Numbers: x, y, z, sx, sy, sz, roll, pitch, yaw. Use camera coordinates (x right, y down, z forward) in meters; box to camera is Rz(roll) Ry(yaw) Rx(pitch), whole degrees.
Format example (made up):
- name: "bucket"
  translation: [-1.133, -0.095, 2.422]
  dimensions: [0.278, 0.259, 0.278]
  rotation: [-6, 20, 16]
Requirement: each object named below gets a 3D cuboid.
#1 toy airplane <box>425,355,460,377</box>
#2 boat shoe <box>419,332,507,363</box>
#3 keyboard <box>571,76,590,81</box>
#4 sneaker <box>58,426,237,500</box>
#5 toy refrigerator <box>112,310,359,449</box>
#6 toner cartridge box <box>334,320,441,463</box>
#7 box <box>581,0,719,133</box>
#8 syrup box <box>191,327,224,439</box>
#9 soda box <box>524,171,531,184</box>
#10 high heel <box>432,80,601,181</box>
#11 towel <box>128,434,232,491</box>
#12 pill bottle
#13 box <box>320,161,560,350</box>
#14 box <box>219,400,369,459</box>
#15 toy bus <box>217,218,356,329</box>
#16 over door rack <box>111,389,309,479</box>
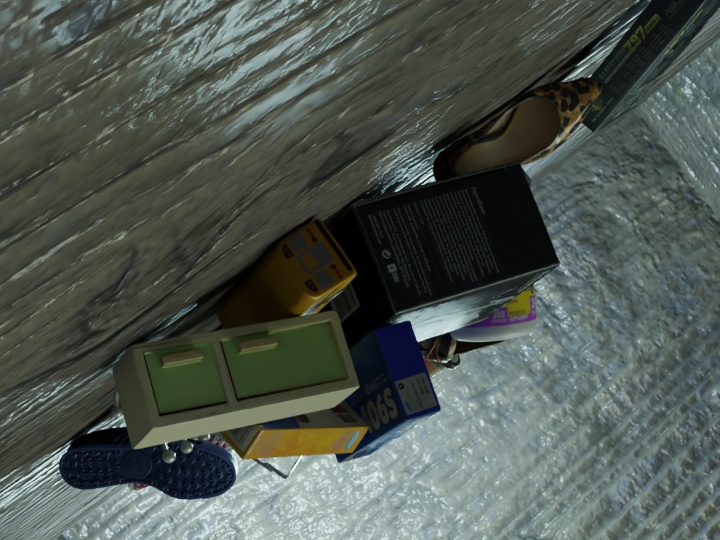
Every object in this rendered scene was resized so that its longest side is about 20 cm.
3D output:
- name: "toy airplane"
  translation: [0.060, 0.041, 1.851]
  dimensions: [0.201, 0.141, 0.199]
  rotation: [-59, -159, -3]
- name: "boat shoe"
  translation: [0.092, 0.074, 1.714]
  dimensions: [0.199, 0.073, 0.072]
  rotation: [2, -163, -33]
- name: "keyboard"
  translation: [0.201, -0.190, 1.692]
  dimensions: [0.200, 0.040, 0.104]
  rotation: [-37, -160, -30]
- name: "sneaker"
  translation: [-0.227, 0.204, 1.576]
  dimensions: [0.198, 0.071, 0.078]
  rotation: [4, -164, 7]
- name: "toy refrigerator"
  translation: [-0.107, 0.093, 1.254]
  dimensions: [0.199, 0.076, 0.070]
  rotation: [-9, 162, -28]
- name: "toner cartridge box"
  translation: [0.012, 0.127, 1.453]
  dimensions: [0.043, 0.096, 0.200]
  rotation: [-12, 165, -24]
- name: "box"
  translation: [0.332, -0.257, 1.627]
  dimensions: [0.200, 0.051, 0.158]
  rotation: [-53, 170, 30]
- name: "syrup box"
  translation: [-0.159, 0.121, 1.621]
  dimensions: [0.200, 0.082, 0.079]
  rotation: [-40, 176, 18]
- name: "soda box"
  translation: [0.143, -0.087, 2.020]
  dimensions: [0.200, 0.070, 0.063]
  rotation: [-39, 175, 27]
- name: "high heel"
  translation: [0.170, -0.143, 1.522]
  dimensions: [0.199, 0.072, 0.143]
  rotation: [-29, -176, 11]
- name: "towel"
  translation: [-0.204, 0.184, 1.756]
  dimensions: [0.199, 0.030, 0.147]
  rotation: [-25, -146, 40]
- name: "pill bottle"
  translation: [0.145, -0.024, 1.653]
  dimensions: [0.103, 0.202, 0.104]
  rotation: [-6, -175, 0]
- name: "box"
  translation: [0.065, -0.004, 1.486]
  dimensions: [0.195, 0.125, 0.200]
  rotation: [-17, 168, -24]
- name: "box"
  translation: [-0.078, 0.128, 1.392]
  dimensions: [0.199, 0.119, 0.042]
  rotation: [4, 124, -55]
- name: "toy bus"
  translation: [-0.074, 0.024, 1.343]
  dimensions: [0.078, 0.065, 0.200]
  rotation: [-34, 175, -34]
- name: "over door rack"
  translation: [-0.144, 0.165, 1.463]
  dimensions: [0.148, 0.199, 0.067]
  rotation: [-17, 127, -81]
